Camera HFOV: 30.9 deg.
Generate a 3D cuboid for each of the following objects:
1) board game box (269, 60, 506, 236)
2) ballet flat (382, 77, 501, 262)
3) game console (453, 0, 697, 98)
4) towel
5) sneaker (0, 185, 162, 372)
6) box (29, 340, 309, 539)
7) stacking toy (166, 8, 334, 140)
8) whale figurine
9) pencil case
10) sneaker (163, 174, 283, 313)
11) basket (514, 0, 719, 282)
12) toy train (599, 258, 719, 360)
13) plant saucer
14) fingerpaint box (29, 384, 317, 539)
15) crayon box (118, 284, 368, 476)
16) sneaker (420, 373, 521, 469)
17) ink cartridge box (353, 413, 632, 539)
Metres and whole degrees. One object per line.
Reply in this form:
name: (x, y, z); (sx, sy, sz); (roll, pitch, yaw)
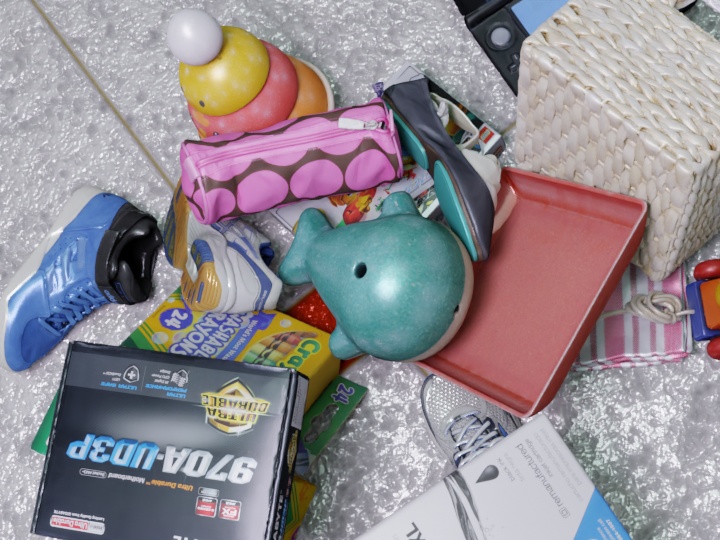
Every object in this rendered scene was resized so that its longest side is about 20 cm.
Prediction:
board game box: (0.025, -0.087, 1.241); (0.126, 0.035, 0.200); (41, 87, 21)
ballet flat: (0.085, -0.099, 1.173); (0.073, 0.073, 0.200); (-32, 61, 3)
game console: (0.188, -0.284, 1.214); (0.200, 0.116, 0.176); (-33, 69, 4)
towel: (0.192, 0.017, 1.174); (0.199, 0.030, 0.147); (-5, 73, 13)
sneaker: (-0.267, 0.021, 1.260); (0.111, 0.077, 0.200); (22, 74, 28)
box: (-0.150, 0.146, 1.034); (0.199, 0.046, 0.160); (7, 79, 16)
stacking toy: (-0.123, -0.179, 1.209); (0.146, 0.200, 0.147); (-10, 62, 20)
whale figurine: (0.000, 0.000, 1.142); (0.200, 0.104, 0.160); (24, 92, 36)
pencil case: (-0.063, -0.101, 1.168); (0.199, 0.094, 0.091); (-15, 87, -6)
sneaker: (-0.130, -0.021, 1.231); (0.200, 0.088, 0.075); (-114, 39, -49)
basket: (0.249, -0.133, 1.094); (0.161, 0.200, 0.198); (-41, 68, -16)
toy train: (0.308, 0.021, 1.077); (0.199, 0.116, 0.085); (-4, 72, -6)
plant saucer: (0.141, 0.018, 1.114); (0.200, 0.037, 0.199); (-59, 33, -5)
fingerpaint box: (-0.158, 0.172, 1.142); (0.199, 0.167, 0.074); (23, 84, 19)
crayon box: (-0.106, 0.090, 1.182); (0.199, 0.052, 0.126); (23, 44, 18)
sneaker: (0.116, 0.164, 1.121); (0.077, 0.085, 0.200); (-36, 69, 2)
ink cartridge box: (0.097, 0.229, 1.015); (0.200, 0.084, 0.146); (-33, 79, -13)
